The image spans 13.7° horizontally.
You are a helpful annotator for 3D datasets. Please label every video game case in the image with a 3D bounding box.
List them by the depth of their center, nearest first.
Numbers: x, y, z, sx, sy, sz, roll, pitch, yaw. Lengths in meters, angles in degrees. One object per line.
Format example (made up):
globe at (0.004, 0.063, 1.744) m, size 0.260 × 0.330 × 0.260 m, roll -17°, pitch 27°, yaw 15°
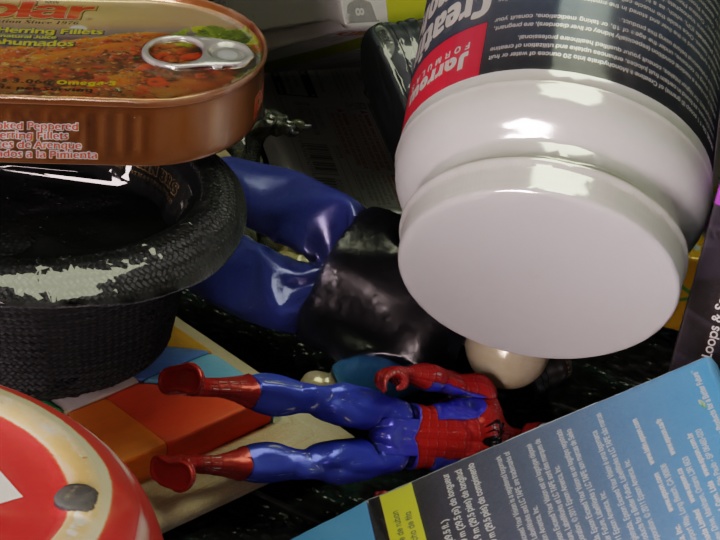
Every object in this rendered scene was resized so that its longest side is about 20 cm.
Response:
video game case at (0.036, -0.066, 1.630) m, size 0.182 × 0.023 × 0.200 m, roll 3°, pitch 28°, yaw -14°

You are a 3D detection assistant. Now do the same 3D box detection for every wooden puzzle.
wooden puzzle at (-0.128, 0.055, 1.325) m, size 0.185 × 0.037 × 0.200 m, roll 32°, pitch 34°, yaw 35°

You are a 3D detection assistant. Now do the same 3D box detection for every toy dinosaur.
toy dinosaur at (-0.062, -0.048, 1.487) m, size 0.200 × 0.088 × 0.047 m, roll 34°, pitch 25°, yaw 35°

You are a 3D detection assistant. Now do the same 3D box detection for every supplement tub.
supplement tub at (0.091, -0.077, 1.329) m, size 0.140 × 0.140 × 0.200 m, roll 11°, pitch 55°, yaw 0°

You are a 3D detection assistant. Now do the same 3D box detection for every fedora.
fedora at (-0.150, -0.002, 1.296) m, size 0.200 × 0.092 × 0.201 m, roll 2°, pitch 30°, yaw -1°

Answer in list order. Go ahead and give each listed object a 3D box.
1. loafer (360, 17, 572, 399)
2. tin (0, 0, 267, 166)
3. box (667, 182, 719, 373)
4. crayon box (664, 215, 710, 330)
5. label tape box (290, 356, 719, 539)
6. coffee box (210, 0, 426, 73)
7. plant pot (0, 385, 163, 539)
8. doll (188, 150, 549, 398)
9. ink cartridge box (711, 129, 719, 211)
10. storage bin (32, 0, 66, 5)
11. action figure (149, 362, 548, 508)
loafer at (0.067, -0.037, 1.439) m, size 0.072 × 0.073 × 0.200 m, roll -18°, pitch 78°, yaw -13°
tin at (-0.141, -0.086, 1.313) m, size 0.199 × 0.042 × 0.112 m, roll 2°, pitch 34°, yaw -2°
box at (0.170, 0.004, 1.356) m, size 0.036 × 0.200 × 0.143 m, roll 17°, pitch 29°, yaw 7°
crayon box at (0.148, -0.033, 1.536) m, size 0.199 × 0.052 × 0.126 m, roll 15°, pitch 40°, yaw -1°
label tape box at (0.078, 0.131, 1.208) m, size 0.200 × 0.066 × 0.143 m, roll -25°, pitch 30°, yaw 5°
coffee box at (0.015, -0.217, 1.591) m, size 0.197 × 0.200 × 0.200 m, roll -6°, pitch -1°, yaw -30°
plant pot at (-0.160, 0.146, 0.994) m, size 0.200 × 0.183 × 0.201 m, roll 9°, pitch 30°, yaw -5°
doll at (0.000, 0.000, 1.387) m, size 0.200 × 0.048 × 0.137 m, roll 25°, pitch 75°, yaw 23°
ink cartridge box at (0.210, -0.136, 1.445) m, size 0.147 × 0.200 × 0.076 m, roll -19°, pitch 39°, yaw 8°
storage bin at (-0.177, -0.100, 1.458) m, size 0.200 × 0.135 × 0.145 m, roll 17°, pitch 25°, yaw 31°
action figure at (0.007, 0.072, 1.298) m, size 0.200 × 0.066 × 0.052 m, roll 3°, pitch -2°, yaw -35°
